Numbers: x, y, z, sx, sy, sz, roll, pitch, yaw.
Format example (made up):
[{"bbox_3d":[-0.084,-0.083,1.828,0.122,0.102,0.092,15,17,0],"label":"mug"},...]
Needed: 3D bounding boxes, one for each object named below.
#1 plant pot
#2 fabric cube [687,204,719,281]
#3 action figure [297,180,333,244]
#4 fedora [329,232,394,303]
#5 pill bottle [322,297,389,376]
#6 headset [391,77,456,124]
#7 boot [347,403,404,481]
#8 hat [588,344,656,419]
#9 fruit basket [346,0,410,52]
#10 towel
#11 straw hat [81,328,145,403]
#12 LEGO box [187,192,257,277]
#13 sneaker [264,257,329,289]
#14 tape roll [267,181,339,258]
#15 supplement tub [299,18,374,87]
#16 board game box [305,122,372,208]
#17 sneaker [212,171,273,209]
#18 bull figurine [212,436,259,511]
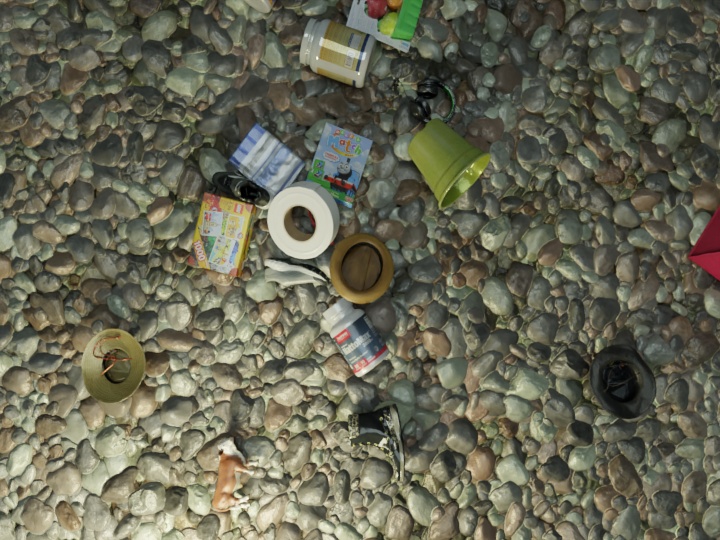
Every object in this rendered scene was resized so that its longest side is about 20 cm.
[{"bbox_3d":[0.234,-0.314,1.684,0.200,0.201,0.185,-42,77,-2],"label":"plant pot"},{"bbox_3d":[1.084,-0.065,1.663,0.197,0.200,0.199,36,88,2],"label":"fabric cube"},{"bbox_3d":[-0.121,-0.170,1.732,0.064,0.052,0.206,-23,90,-7],"label":"action figure"},{"bbox_3d":[0.000,0.000,1.696,0.193,0.082,0.208,3,73,-9],"label":"fedora"},{"bbox_3d":[-0.017,0.179,1.679,0.118,0.120,0.203,-35,88,-2],"label":"pill bottle"},{"bbox_3d":[0.182,-0.498,1.726,0.194,0.094,0.127,23,87,1],"label":"headset"},{"bbox_3d":[0.047,0.491,1.690,0.148,0.074,0.212,-8,83,2],"label":"boot"},{"bbox_3d":[0.726,0.316,1.702,0.193,0.081,0.209,0,79,-1],"label":"hat"},{"bbox_3d":[0.073,-0.750,1.731,0.193,0.094,0.192,17,87,-5],"label":"fruit basket"},{"bbox_3d":[-0.271,-0.313,1.748,0.199,0.024,0.148,39,87,1],"label":"towel"},{"bbox_3d":[-0.674,0.269,1.684,0.193,0.085,0.209,-1,75,4],"label":"straw hat"},{"bbox_3d":[-0.391,-0.099,1.709,0.144,0.077,0.207,13,87,0],"label":"LEGO box"},{"bbox_3d":[-0.183,0.018,1.715,0.193,0.074,0.082,12,96,6],"label":"sneaker"},{"bbox_3d":[-0.158,-0.141,1.676,0.195,0.071,0.210,5,111,14],"label":"tape roll"},{"bbox_3d":[-0.064,-0.619,1.704,0.194,0.144,0.149,19,87,0],"label":"supplement tub"},{"bbox_3d":[-0.063,-0.302,1.723,0.147,0.037,0.206,19,76,-4],"label":"board game box"},{"bbox_3d":[-0.342,-0.238,1.700,0.195,0.090,0.068,25,90,11],"label":"sneaker"},{"bbox_3d":[-0.354,0.570,1.681,0.117,0.065,0.208,10,88,3],"label":"bull figurine"}]
